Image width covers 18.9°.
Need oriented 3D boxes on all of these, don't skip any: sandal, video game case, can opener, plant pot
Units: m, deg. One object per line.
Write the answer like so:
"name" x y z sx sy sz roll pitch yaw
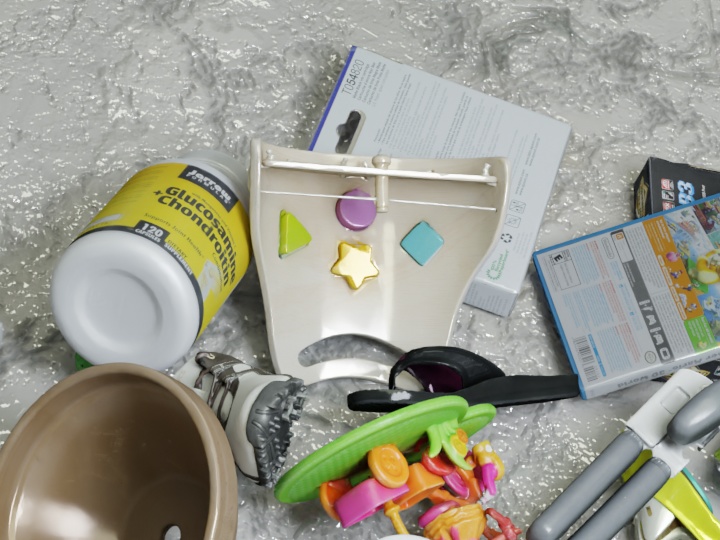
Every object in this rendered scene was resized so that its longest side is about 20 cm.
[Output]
"sandal" 0.072 0.080 1.601 0.200 0.075 0.048 -2 82 -35
"video game case" 0.248 0.013 1.686 0.199 0.018 0.144 -18 50 2
"can opener" 0.196 0.135 1.537 0.053 0.067 0.200 43 65 13
"plant pot" -0.149 0.169 1.435 0.093 0.201 0.201 26 32 -53

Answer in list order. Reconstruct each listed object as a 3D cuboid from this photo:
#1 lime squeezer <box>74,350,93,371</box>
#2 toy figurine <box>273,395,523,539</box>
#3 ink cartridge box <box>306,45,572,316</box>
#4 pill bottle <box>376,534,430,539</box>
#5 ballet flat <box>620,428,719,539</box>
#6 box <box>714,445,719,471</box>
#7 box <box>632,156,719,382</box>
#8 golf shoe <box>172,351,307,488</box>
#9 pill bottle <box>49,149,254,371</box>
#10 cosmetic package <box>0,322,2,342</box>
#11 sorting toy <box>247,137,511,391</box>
"lime squeezer" -0.164 0.076 1.578 0.200 0.038 0.071 38 20 15
"toy figurine" 0.060 0.200 1.505 0.199 0.150 0.185 -7 66 -51
"ink cartridge box" 0.055 -0.075 1.749 0.199 0.041 0.200 21 50 1
"pill bottle" 0.009 0.254 1.372 0.108 0.200 0.109 8 51 -10
"ballet flat" 0.242 0.201 1.577 0.067 0.067 0.200 -36 70 -17
"box" 0.361 0.115 1.650 0.122 0.048 0.200 37 69 2
"box" 0.323 0.012 1.756 0.197 0.050 0.201 9 52 -9
"golf shoe" -0.087 0.098 1.471 0.094 0.200 0.078 20 84 -1
"pill bottle" -0.141 -0.014 1.577 0.112 0.112 0.200 25 30 4
"cosmetic package" -0.359 0.060 1.493 0.199 0.090 0.107 18 47 2
"sorting toy" 0.000 0.000 1.621 0.199 0.107 0.181 4 88 -15
